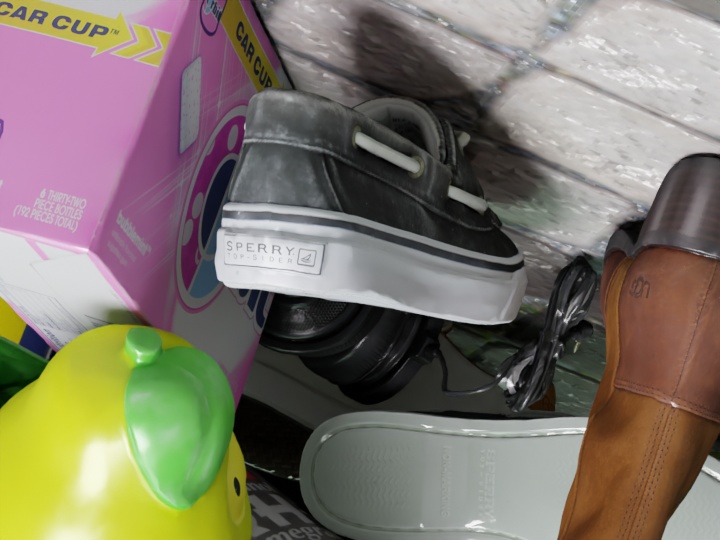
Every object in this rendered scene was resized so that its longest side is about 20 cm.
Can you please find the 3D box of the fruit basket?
[{"bbox_3d":[-0.087,0.103,0.797,0.155,0.217,0.215,31,161,-37],"label":"fruit basket"}]

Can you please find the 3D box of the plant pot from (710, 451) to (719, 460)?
[{"bbox_3d":[0.211,0.162,1.039,0.199,0.188,0.187,24,170,37],"label":"plant pot"}]

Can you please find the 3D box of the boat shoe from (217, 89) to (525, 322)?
[{"bbox_3d":[0.014,-0.023,0.792,0.071,0.072,0.200,9,180,18],"label":"boat shoe"}]

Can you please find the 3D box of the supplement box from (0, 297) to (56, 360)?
[{"bbox_3d":[-0.199,-0.011,1.047,0.198,0.110,0.109,16,164,15],"label":"supplement box"}]

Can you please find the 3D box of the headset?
[{"bbox_3d":[0.000,0.000,0.952,0.199,0.094,0.123,29,177,33],"label":"headset"}]

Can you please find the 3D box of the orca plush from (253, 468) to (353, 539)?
[{"bbox_3d":[-0.038,0.106,1.086,0.105,0.072,0.200,13,-158,-29],"label":"orca plush"}]

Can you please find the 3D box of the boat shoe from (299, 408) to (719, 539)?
[{"bbox_3d":[0.076,0.090,0.948,0.198,0.076,0.060,13,-177,18],"label":"boat shoe"}]

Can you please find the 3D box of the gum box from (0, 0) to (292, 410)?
[{"bbox_3d":[-0.075,-0.031,0.810,0.066,0.114,0.200,15,164,15],"label":"gum box"}]

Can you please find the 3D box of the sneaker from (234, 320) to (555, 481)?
[{"bbox_3d":[-0.007,0.051,1.050,0.198,0.085,0.073,19,151,3],"label":"sneaker"}]

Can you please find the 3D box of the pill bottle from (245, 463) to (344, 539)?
[{"bbox_3d":[-0.060,0.141,0.974,0.199,0.111,0.111,33,175,38],"label":"pill bottle"}]

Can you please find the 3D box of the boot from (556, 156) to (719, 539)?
[{"bbox_3d":[0.097,0.082,0.817,0.068,0.201,0.188,20,165,-1],"label":"boot"}]
